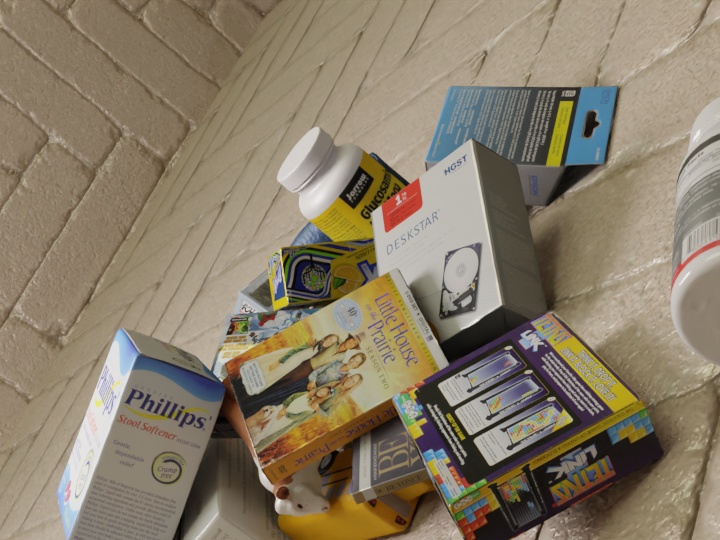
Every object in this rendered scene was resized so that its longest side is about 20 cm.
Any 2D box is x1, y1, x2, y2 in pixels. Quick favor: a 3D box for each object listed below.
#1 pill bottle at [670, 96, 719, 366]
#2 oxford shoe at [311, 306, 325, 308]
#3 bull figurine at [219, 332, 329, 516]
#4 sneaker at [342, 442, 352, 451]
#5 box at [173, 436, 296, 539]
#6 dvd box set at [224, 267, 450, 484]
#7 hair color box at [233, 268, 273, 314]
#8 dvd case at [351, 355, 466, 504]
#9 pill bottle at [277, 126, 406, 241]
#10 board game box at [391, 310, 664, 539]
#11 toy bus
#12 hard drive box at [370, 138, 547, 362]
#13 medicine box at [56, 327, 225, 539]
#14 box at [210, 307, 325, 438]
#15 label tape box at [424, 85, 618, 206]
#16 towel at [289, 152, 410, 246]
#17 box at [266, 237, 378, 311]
[{"bbox_3d":[0.285,-0.035,0.909,0.114,0.113,0.202,-37,23,38],"label":"pill bottle"},{"bbox_3d":[-0.073,0.133,1.566,0.202,0.070,0.075,-61,20,9],"label":"oxford shoe"},{"bbox_3d":[-0.072,0.150,1.232,0.121,0.065,0.200,-40,47,-7],"label":"bull figurine"},{"bbox_3d":[0.001,0.118,1.372,0.087,0.074,0.201,-34,36,9],"label":"sneaker"},{"bbox_3d":[-0.161,0.311,1.338,0.199,0.130,0.200,-49,17,11],"label":"box"},{"bbox_3d":[-0.022,0.097,1.186,0.198,0.030,0.147,-28,45,2],"label":"dvd box set"},{"bbox_3d":[-0.125,0.089,1.611,0.099,0.060,0.202,-42,-21,-46],"label":"hair color box"},{"bbox_3d":[0.084,0.127,1.128,0.197,0.016,0.149,-22,27,12],"label":"dvd case"},{"bbox_3d":[-0.005,-0.086,1.580,0.112,0.199,0.113,-45,20,21],"label":"pill bottle"},{"bbox_3d":[0.126,0.123,1.000,0.163,0.057,0.200,-27,21,-2],"label":"board game box"},{"bbox_3d":[0.001,0.216,1.219,0.199,0.065,0.079,-29,30,51],"label":"toy bus"},{"bbox_3d":[0.096,-0.002,1.257,0.155,0.076,0.203,-36,46,34],"label":"hard drive box"},{"bbox_3d":[-0.233,0.181,1.309,0.203,0.102,0.182,-70,18,-1],"label":"medicine box"},{"bbox_3d":[-0.071,0.109,1.334,0.197,0.040,0.139,-5,54,28],"label":"box"},{"bbox_3d":[0.183,-0.141,1.400,0.196,0.064,0.145,3,44,18],"label":"label tape box"},{"bbox_3d":[-0.011,-0.053,1.678,0.201,0.111,0.049,-49,28,9],"label":"towel"},{"bbox_3d":[0.000,0.000,1.394,0.070,0.197,0.066,155,106,-70],"label":"box"}]
